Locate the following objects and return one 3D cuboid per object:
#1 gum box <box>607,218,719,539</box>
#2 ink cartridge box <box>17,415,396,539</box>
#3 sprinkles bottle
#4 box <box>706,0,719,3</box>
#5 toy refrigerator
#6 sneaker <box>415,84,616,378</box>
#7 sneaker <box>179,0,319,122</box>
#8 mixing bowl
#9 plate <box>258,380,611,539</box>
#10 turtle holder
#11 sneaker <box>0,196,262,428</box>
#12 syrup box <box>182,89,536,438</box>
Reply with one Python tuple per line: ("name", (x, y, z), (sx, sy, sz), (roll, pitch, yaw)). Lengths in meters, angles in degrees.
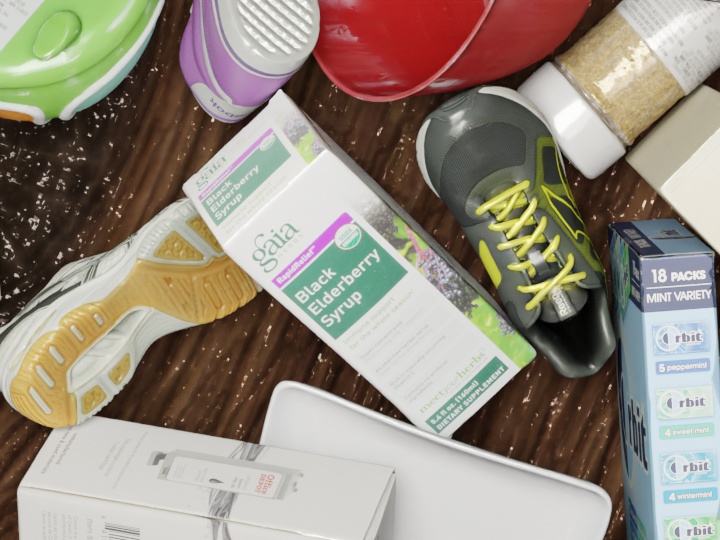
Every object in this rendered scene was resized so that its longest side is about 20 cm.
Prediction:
("gum box", (0.171, 0.080, 1.604), (0.044, 0.170, 0.201), (-5, 97, 0))
("ink cartridge box", (-0.084, 0.173, 1.617), (0.199, 0.083, 0.147), (9, 122, 12))
("sprinkles bottle", (0.182, -0.140, 1.628), (0.200, 0.068, 0.068), (-41, 95, 5))
("box", (0.246, -0.267, 1.511), (0.121, 0.193, 0.201), (8, 61, -1))
("toy refrigerator", (0.201, -0.051, 1.573), (0.076, 0.200, 0.070), (45, 95, -4))
("sneaker", (0.097, -0.020, 1.591), (0.074, 0.085, 0.200), (-31, 133, 4))
("sneaker", (-0.072, -0.180, 1.623), (0.072, 0.114, 0.202), (10, 64, -17))
("mixing bowl", (0.063, -0.182, 1.581), (0.108, 0.200, 0.201), (10, 99, -36))
("plate", (0.027, 0.165, 1.649), (0.199, 0.032, 0.200), (19, 122, 4))
("turtle holder", (-0.172, -0.168, 1.593), (0.140, 0.132, 0.186), (6, 68, 6))
("sneaker", (-0.130, 0.005, 1.646), (0.200, 0.088, 0.076), (-35, 118, -18))
("syrup box", (0.000, 0.000, 1.598), (0.079, 0.081, 0.200), (-43, 126, 5))
